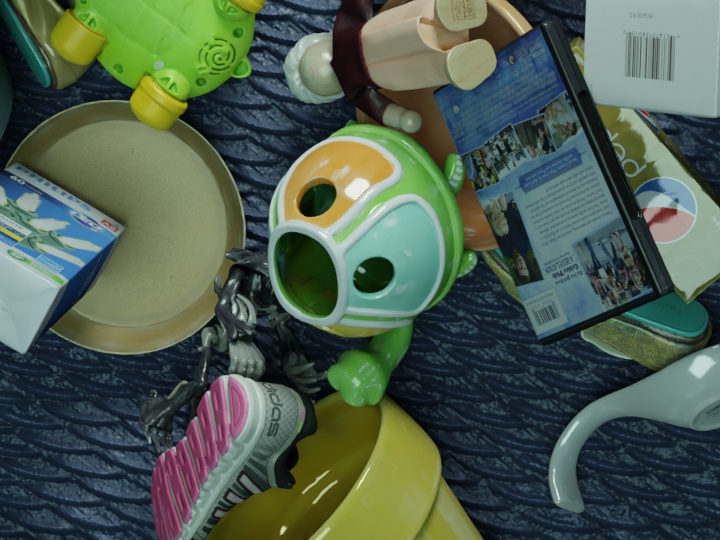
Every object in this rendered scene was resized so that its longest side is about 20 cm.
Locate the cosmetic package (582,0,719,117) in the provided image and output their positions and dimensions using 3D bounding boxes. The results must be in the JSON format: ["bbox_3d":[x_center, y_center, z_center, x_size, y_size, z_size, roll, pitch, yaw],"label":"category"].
[{"bbox_3d":[0.247,-0.159,1.495,0.107,0.200,0.085,9,106,34],"label":"cosmetic package"}]

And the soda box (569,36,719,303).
[{"bbox_3d":[0.201,-0.075,1.602,0.068,0.064,0.200,-41,94,14],"label":"soda box"}]

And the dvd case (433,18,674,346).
[{"bbox_3d":[0.130,-0.057,1.493,0.143,0.018,0.201,-28,84,55],"label":"dvd case"}]

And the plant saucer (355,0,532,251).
[{"bbox_3d":[0.078,-0.115,1.579,0.200,0.037,0.201,19,118,41],"label":"plant saucer"}]

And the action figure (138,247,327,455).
[{"bbox_3d":[-0.079,0.058,1.646,0.200,0.119,0.102,-53,51,19],"label":"action figure"}]

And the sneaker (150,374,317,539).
[{"bbox_3d":[-0.092,0.148,1.609,0.087,0.074,0.200,3,140,-29],"label":"sneaker"}]

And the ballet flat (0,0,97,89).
[{"bbox_3d":[-0.265,-0.232,1.640,0.063,0.069,0.200,-35,100,-14],"label":"ballet flat"}]

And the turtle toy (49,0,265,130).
[{"bbox_3d":[-0.159,-0.208,1.600,0.200,0.101,0.146,39,103,-3],"label":"turtle toy"}]

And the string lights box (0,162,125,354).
[{"bbox_3d":[-0.249,-0.012,1.579,0.103,0.200,0.059,31,105,-1],"label":"string lights box"}]

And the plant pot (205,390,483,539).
[{"bbox_3d":[0.008,0.222,1.640,0.201,0.201,0.189,-39,111,14],"label":"plant pot"}]

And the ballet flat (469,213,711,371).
[{"bbox_3d":[0.165,0.021,1.634,0.199,0.071,0.071,25,105,3],"label":"ballet flat"}]

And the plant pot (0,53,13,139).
[{"bbox_3d":[-0.340,-0.132,1.614,0.135,0.200,0.200,29,108,-32],"label":"plant pot"}]

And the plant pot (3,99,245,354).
[{"bbox_3d":[-0.185,-0.035,1.683,0.199,0.027,0.201,2,104,8],"label":"plant pot"}]

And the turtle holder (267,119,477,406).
[{"bbox_3d":[-0.008,-0.009,1.569,0.141,0.132,0.186,36,131,15],"label":"turtle holder"}]

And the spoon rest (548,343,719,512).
[{"bbox_3d":[0.223,0.107,1.636,0.200,0.099,0.061,-36,58,20],"label":"spoon rest"}]

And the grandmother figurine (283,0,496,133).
[{"bbox_3d":[0.013,-0.157,1.549,0.060,0.200,0.122,-1,85,-36],"label":"grandmother figurine"}]
